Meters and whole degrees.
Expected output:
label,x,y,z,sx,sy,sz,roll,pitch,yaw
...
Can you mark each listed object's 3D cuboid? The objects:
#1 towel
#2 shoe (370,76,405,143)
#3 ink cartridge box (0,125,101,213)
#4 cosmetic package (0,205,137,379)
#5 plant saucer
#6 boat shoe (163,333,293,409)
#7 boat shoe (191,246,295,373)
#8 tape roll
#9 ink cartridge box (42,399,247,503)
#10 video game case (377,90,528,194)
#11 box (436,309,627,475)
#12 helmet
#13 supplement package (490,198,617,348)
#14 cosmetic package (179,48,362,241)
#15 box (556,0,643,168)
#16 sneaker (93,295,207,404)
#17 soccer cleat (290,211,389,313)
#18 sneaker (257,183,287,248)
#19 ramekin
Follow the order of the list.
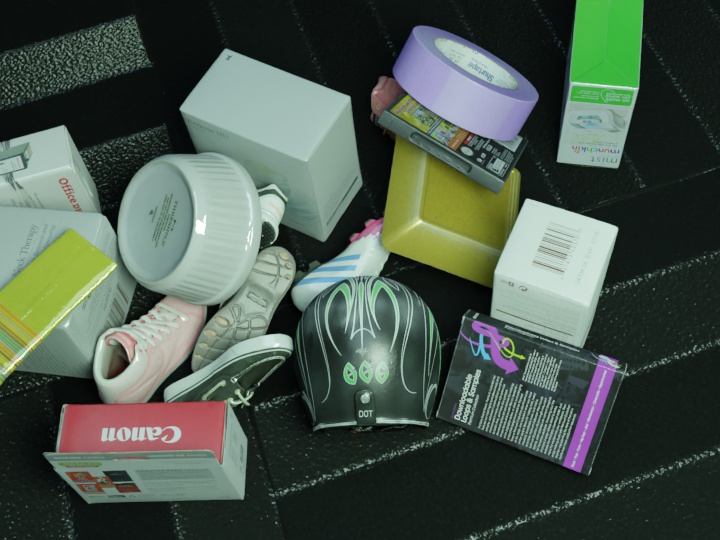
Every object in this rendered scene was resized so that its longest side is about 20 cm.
label,x,y,z,sx,sy,sz,roll,pitch,yaw
towel,-0.388,0.042,1.161,0.086,0.018,0.200,36,69,15
shoe,0.058,-0.209,1.428,0.091,0.072,0.201,3,55,8
ink cartridge box,-0.482,-0.105,1.367,0.199,0.146,0.084,-16,58,-5
cosmetic package,-0.425,0.029,1.273,0.199,0.167,0.168,5,62,8
plant saucer,0.137,-0.093,1.313,0.199,0.048,0.201,20,59,-18
boat shoe,-0.160,0.145,1.212,0.200,0.071,0.064,-32,59,24
boat shoe,-0.153,0.059,1.291,0.076,0.072,0.200,38,82,-9
tape roll,0.147,-0.263,1.358,0.200,0.066,0.200,24,28,-13
ink cartridge box,-0.247,0.208,1.148,0.199,0.176,0.084,-2,60,3
video game case,0.131,-0.187,1.319,0.180,0.026,0.200,32,29,4
box,0.203,0.145,1.176,0.199,0.143,0.036,19,22,14
helmet,0.009,0.100,1.193,0.199,0.200,0.192,-3,77,3
supplement package,0.232,0.028,1.197,0.117,0.200,0.117,19,62,15
cosmetic package,-0.117,-0.169,1.342,0.199,0.200,0.123,24,64,18
box,0.341,-0.279,1.379,0.096,0.177,0.201,7,61,8
sneaker,-0.273,0.088,1.263,0.075,0.105,0.201,24,64,19
soccer cleat,0.000,0.000,1.317,0.200,0.070,0.086,-36,73,-10
sneaker,-0.175,-0.062,1.329,0.199,0.074,0.080,-11,41,38
ramekin,-0.227,-0.058,1.247,0.202,0.094,0.203,-5,82,40
